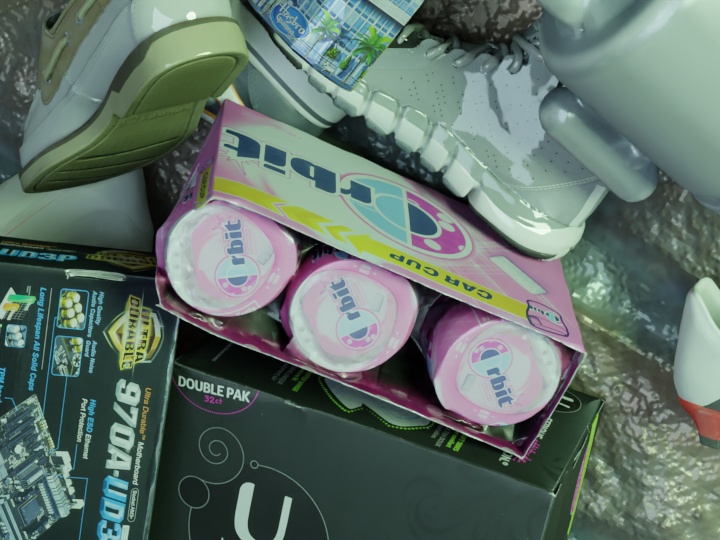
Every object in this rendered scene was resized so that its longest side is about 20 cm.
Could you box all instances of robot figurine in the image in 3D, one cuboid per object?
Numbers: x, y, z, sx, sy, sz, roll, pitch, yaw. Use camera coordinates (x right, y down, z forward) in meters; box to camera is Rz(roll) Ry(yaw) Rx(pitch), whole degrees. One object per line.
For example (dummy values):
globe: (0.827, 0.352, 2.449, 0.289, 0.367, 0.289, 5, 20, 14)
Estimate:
robot figurine: (0.158, -0.097, 0.789, 0.199, 0.114, 0.169, 38, 125, -24)

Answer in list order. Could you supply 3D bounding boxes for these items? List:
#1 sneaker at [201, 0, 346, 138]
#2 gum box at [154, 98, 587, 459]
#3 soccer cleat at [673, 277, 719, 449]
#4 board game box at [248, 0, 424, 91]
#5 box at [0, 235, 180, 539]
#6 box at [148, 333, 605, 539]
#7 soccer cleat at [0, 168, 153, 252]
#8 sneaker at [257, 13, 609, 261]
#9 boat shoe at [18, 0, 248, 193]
sneaker: (-0.096, -0.134, 0.902, 0.079, 0.078, 0.200, -38, 94, 20)
gum box: (0.000, 0.000, 0.859, 0.198, 0.114, 0.067, 23, 113, -12)
soccer cleat: (0.245, 0.044, 0.850, 0.198, 0.069, 0.086, 2, 112, 23)
board game box: (0.003, -0.215, 0.803, 0.061, 0.200, 0.200, 27, 109, -37)
box: (-0.176, 0.085, 0.868, 0.157, 0.046, 0.202, 6, 105, -14)
box: (0.005, 0.120, 0.926, 0.198, 0.124, 0.150, 17, 113, 14)
soccer cleat: (-0.194, -0.017, 0.989, 0.198, 0.069, 0.078, -5, 73, 30)
sneaker: (0.054, -0.107, 0.870, 0.199, 0.075, 0.116, 38, 111, -7)
boat shoe: (-0.113, -0.094, 0.841, 0.200, 0.074, 0.069, -31, 76, 54)
